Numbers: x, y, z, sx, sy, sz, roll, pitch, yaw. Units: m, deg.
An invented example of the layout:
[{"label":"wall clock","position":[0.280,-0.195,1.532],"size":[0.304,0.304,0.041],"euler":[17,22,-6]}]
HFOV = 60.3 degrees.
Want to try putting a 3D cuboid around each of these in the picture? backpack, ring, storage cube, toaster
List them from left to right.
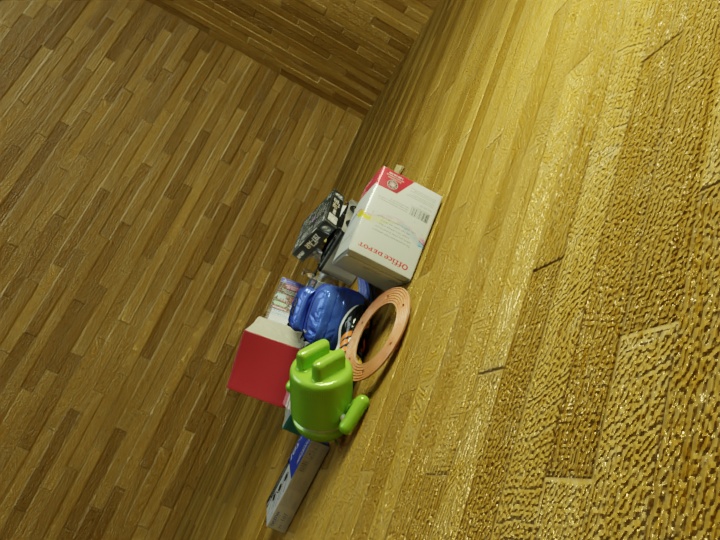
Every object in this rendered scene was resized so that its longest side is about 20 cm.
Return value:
[{"label":"storage cube","position":[-0.257,0.259,1.783],"size":[0.171,0.199,0.181],"euler":[-60,-12,-81]},{"label":"backpack","position":[-0.077,0.112,1.421],"size":[0.200,0.167,0.163],"euler":[-174,98,-78]},{"label":"toaster","position":[-0.038,-0.074,1.807],"size":[0.200,0.118,0.181],"euler":[-56,12,34]},{"label":"ring","position":[0.034,0.122,1.180],"size":[0.200,0.019,0.201],"euler":[-48,23,27]}]

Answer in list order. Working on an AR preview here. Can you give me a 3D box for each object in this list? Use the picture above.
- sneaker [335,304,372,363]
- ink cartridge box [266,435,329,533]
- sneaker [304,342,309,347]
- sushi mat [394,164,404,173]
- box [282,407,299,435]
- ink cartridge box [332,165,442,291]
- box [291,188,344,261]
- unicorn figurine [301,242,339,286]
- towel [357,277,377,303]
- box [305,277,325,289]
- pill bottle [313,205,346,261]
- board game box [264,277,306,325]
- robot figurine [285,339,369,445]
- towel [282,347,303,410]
[{"label":"sneaker","position":[-0.014,0.168,1.286],"size":[0.090,0.070,0.201],"euler":[9,71,61]},{"label":"ink cartridge box","position":[-0.130,0.418,1.263],"size":[0.201,0.044,0.094],"euler":[-63,12,4]},{"label":"sneaker","position":[-0.130,0.190,1.738],"size":[0.089,0.074,0.200],"euler":[-62,10,-2]},{"label":"sushi mat","position":[0.078,-0.239,1.929],"size":[0.201,0.012,0.096],"euler":[-62,12,10]},{"label":"box","position":[-0.123,0.298,1.510],"size":[0.200,0.049,0.082],"euler":[-59,12,21]},{"label":"ink cartridge box","position":[0.053,-0.081,1.302],"size":[0.201,0.145,0.145],"euler":[-67,11,-19]},{"label":"box","position":[-0.123,-0.136,1.834],"size":[0.160,0.043,0.200],"euler":[-43,19,27]},{"label":"unicorn figurine","position":[-0.114,0.006,1.896],"size":[0.074,0.137,0.201],"euler":[13,86,56]},{"label":"towel","position":[0.000,0.000,1.478],"size":[0.200,0.024,0.145],"euler":[-148,45,-80]},{"label":"box","position":[-0.098,0.095,1.677],"size":[0.106,0.122,0.200],"euler":[-63,10,-4]},{"label":"pill bottle","position":[-0.073,-0.114,2.100],"size":[0.201,0.111,0.111],"euler":[-65,11,-13]},{"label":"board game box","position":[-0.209,0.146,1.955],"size":[0.097,0.159,0.200],"euler":[110,179,-50]},{"label":"robot figurine","position":[-0.071,0.228,1.138],"size":[0.115,0.175,0.201],"euler":[-26,-52,-40]},{"label":"towel","position":[-0.107,0.264,1.406],"size":[0.200,0.030,0.147],"euler":[11,83,58]}]
